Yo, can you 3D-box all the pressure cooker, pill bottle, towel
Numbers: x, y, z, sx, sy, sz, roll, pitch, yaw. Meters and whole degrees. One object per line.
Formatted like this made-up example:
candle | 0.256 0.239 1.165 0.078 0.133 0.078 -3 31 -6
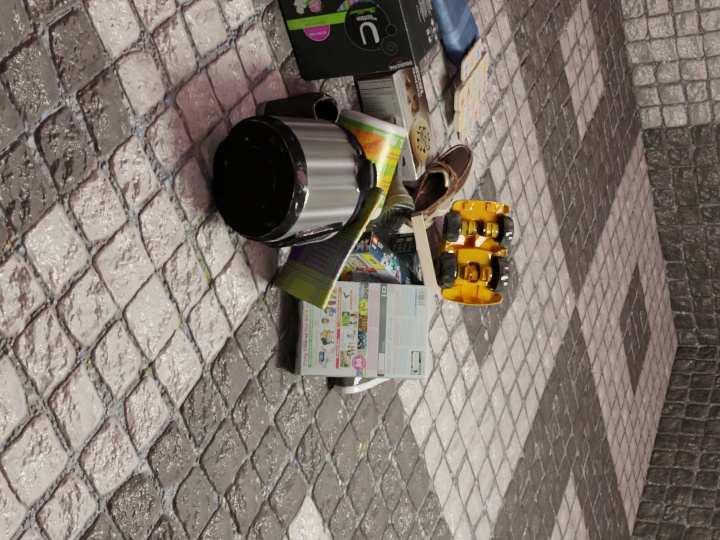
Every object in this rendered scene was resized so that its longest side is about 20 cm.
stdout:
pressure cooker | -0.083 -0.129 1.431 0.200 0.176 0.179 -8 139 -52
pill bottle | -0.008 -0.147 1.627 0.111 0.111 0.200 3 107 -61
towel | -0.044 -0.048 1.504 0.023 0.144 0.200 30 86 -36
towel | 0.188 -0.517 2.099 0.200 0.048 0.112 61 43 -43

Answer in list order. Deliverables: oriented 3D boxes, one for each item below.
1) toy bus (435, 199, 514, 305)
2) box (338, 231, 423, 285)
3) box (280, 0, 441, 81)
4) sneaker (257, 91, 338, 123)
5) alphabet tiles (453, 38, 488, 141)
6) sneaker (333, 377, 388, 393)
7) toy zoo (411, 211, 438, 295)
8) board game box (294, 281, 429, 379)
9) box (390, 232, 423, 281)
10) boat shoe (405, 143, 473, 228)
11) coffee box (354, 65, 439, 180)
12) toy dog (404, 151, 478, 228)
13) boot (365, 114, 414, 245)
toy bus | 0.212 -0.045 2.025 0.192 0.135 0.201 -135 -130 -78
box | 0.000 0.000 1.646 0.200 0.136 0.038 43 51 -53
box | 0.001 -0.395 1.593 0.124 0.200 0.149 -55 135 -49
sneaker | -0.062 -0.237 1.571 0.200 0.106 0.075 -27 113 -59
alphabet tiles | 0.236 -0.380 2.162 0.200 0.015 0.196 -57 153 -46
sneaker | 0.020 0.136 1.746 0.200 0.071 0.099 -20 111 -56
toy zoo | 0.108 -0.033 1.736 0.200 0.020 0.132 -54 132 -85
board game box | 0.002 0.094 1.592 0.064 0.199 0.148 156 -63 -77
box | 0.086 0.028 1.829 0.200 0.043 0.161 -66 150 -76
boat shoe | 0.147 -0.163 1.861 0.200 0.072 0.072 -48 174 -23
coffee box | 0.068 -0.275 1.838 0.113 0.080 0.200 -48 130 -50
toy dog | 0.144 -0.171 1.967 0.096 0.132 0.200 40 37 -5
boot | 0.022 -0.143 1.743 0.072 0.182 0.200 18 44 -38
